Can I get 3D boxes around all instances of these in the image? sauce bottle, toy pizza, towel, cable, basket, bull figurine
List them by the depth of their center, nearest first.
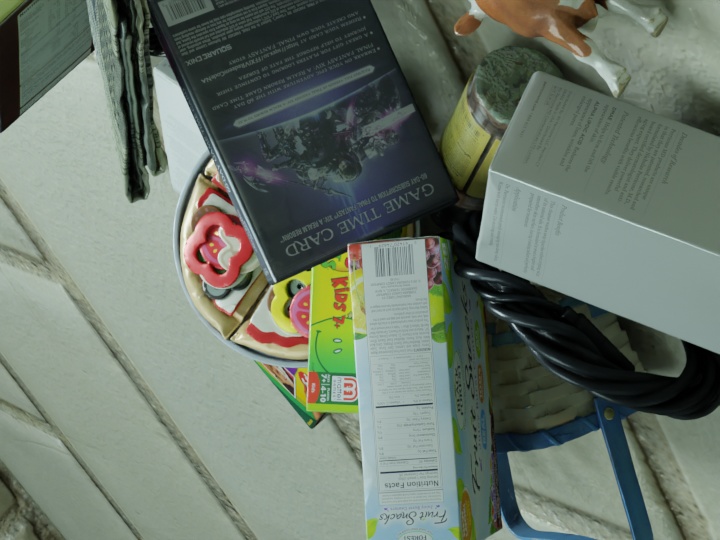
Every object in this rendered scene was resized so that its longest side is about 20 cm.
[{"bbox_3d":[0.113,-0.169,0.994,0.121,0.065,0.200,33,159,14],"label":"bull figurine"},{"bbox_3d":[0.152,0.019,1.151,0.200,0.163,0.051,45,124,19],"label":"cable"},{"bbox_3d":[-0.156,-0.172,1.175,0.193,0.034,0.200,95,164,-50],"label":"towel"},{"bbox_3d":[0.083,-0.080,1.204,0.065,0.065,0.200,41,158,5],"label":"sauce bottle"},{"bbox_3d":[0.140,0.112,1.328,0.176,0.139,0.200,1,103,60],"label":"basket"},{"bbox_3d":[-0.053,-0.024,1.386,0.200,0.200,0.032,39,-170,11],"label":"toy pizza"}]

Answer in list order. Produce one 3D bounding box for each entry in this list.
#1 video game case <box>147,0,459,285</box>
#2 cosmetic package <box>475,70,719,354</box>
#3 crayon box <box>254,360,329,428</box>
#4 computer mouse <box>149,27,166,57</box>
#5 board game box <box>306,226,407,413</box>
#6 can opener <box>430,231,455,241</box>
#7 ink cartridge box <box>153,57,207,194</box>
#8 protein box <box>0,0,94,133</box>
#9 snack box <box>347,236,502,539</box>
[{"bbox_3d":[-0.037,-0.109,1.171,0.200,0.143,0.019,66,159,-1],"label":"video game case"},{"bbox_3d":[0.175,-0.027,1.058,0.200,0.081,0.113,21,153,8],"label":"cosmetic package"},{"bbox_3d":[-0.062,0.031,1.510,0.173,0.058,0.200,48,159,6],"label":"crayon box"},{"bbox_3d":[-0.048,-0.148,1.259,0.200,0.046,0.140,19,172,-20],"label":"computer mouse"},{"bbox_3d":[0.000,0.000,1.275,0.048,0.200,0.102,1,177,14],"label":"board game box"},{"bbox_3d":[0.032,-0.003,1.435,0.079,0.063,0.200,51,158,-17],"label":"can opener"},{"bbox_3d":[-0.112,-0.103,1.522,0.109,0.050,0.200,36,158,16],"label":"ink cartridge box"},{"bbox_3d":[-0.324,-0.257,1.488,0.199,0.135,0.200,41,158,6],"label":"protein box"},{"bbox_3d":[0.045,0.082,1.194,0.068,0.200,0.169,-6,175,13],"label":"snack box"}]
